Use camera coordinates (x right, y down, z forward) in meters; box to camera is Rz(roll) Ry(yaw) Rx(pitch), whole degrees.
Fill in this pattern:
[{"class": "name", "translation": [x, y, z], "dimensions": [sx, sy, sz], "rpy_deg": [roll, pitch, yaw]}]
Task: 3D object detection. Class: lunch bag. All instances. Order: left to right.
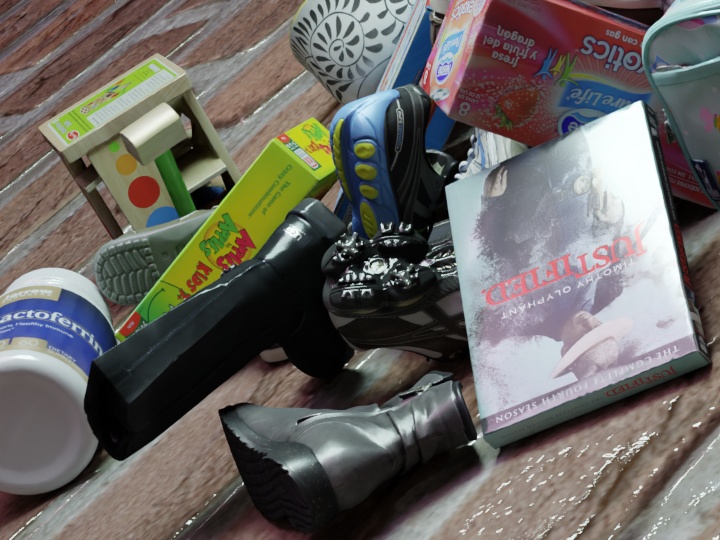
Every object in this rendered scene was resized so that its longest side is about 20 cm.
[{"class": "lunch bag", "translation": [0.275, -0.119, 1.475], "dimensions": [0.200, 0.161, 0.077], "rpy_deg": [-15, 24, 36]}]

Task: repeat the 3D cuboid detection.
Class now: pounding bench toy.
[{"class": "pounding bench toy", "translation": [-0.165, -0.073, 2.030], "dimensions": [0.124, 0.156, 0.200], "rpy_deg": [-33, 19, -7]}]

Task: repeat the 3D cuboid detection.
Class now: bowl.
[{"class": "bowl", "translation": [0.047, -0.181, 2.024], "dimensions": [0.200, 0.201, 0.094], "rpy_deg": [-25, 64, 17]}]

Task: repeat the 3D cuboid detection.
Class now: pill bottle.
[{"class": "pill bottle", "translation": [-0.245, 0.078, 1.840], "dimensions": [0.115, 0.116, 0.200], "rpy_deg": [-27, 19, 11]}]

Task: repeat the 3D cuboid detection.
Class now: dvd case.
[{"class": "dvd case", "translation": [0.129, 0.000, 1.478], "dimensions": [0.146, 0.022, 0.200], "rpy_deg": [-23, 50, 20]}]

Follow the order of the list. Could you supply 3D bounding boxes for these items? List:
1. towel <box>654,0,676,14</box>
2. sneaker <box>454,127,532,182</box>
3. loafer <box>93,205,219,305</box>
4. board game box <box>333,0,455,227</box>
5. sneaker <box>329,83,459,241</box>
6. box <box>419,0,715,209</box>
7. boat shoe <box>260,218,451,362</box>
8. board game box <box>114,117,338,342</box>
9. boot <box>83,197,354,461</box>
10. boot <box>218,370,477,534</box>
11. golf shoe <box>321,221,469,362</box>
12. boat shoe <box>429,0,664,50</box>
[{"class": "towel", "translation": [0.260, -0.220, 1.634], "dimensions": [0.200, 0.166, 0.086], "rpy_deg": [3, -50, -45]}, {"class": "sneaker", "translation": [0.097, -0.070, 1.691], "dimensions": [0.085, 0.077, 0.200], "rpy_deg": [-37, 38, 27]}, {"class": "loafer", "translation": [-0.112, -0.023, 1.912], "dimensions": [0.199, 0.075, 0.070], "rpy_deg": [-7, 17, 11]}, {"class": "board game box", "translation": [0.047, -0.139, 1.864], "dimensions": [0.196, 0.056, 0.200], "rpy_deg": [-74, 7, -63]}, {"class": "sneaker", "translation": [0.033, -0.041, 1.630], "dimensions": [0.083, 0.200, 0.071], "rpy_deg": [-30, 46, -21]}, {"class": "box", "translation": [0.152, -0.124, 1.598], "dimensions": [0.103, 0.199, 0.095], "rpy_deg": [-122, 52, -71]}, {"class": "boat shoe", "translation": [0.000, 0.000, 1.743], "dimensions": [0.200, 0.063, 0.073], "rpy_deg": [-25, 20, 17]}, {"class": "board game box", "translation": [-0.093, -0.018, 1.806], "dimensions": [0.200, 0.048, 0.102], "rpy_deg": [-50, -4, 20]}, {"class": "boot", "translation": [-0.092, 0.063, 1.597], "dimensions": [0.066, 0.165, 0.200], "rpy_deg": [32, 58, 27]}, {"class": "boot", "translation": [-0.006, 0.105, 1.515], "dimensions": [0.131, 0.070, 0.200], "rpy_deg": [-26, 18, -15]}, {"class": "golf shoe", "translation": [0.076, 0.012, 1.582], "dimensions": [0.199, 0.095, 0.078], "rpy_deg": [-3, 51, 3]}, {"class": "boat shoe", "translation": [0.147, -0.174, 1.679], "dimensions": [0.199, 0.060, 0.072], "rpy_deg": [-3, 25, -4]}]
